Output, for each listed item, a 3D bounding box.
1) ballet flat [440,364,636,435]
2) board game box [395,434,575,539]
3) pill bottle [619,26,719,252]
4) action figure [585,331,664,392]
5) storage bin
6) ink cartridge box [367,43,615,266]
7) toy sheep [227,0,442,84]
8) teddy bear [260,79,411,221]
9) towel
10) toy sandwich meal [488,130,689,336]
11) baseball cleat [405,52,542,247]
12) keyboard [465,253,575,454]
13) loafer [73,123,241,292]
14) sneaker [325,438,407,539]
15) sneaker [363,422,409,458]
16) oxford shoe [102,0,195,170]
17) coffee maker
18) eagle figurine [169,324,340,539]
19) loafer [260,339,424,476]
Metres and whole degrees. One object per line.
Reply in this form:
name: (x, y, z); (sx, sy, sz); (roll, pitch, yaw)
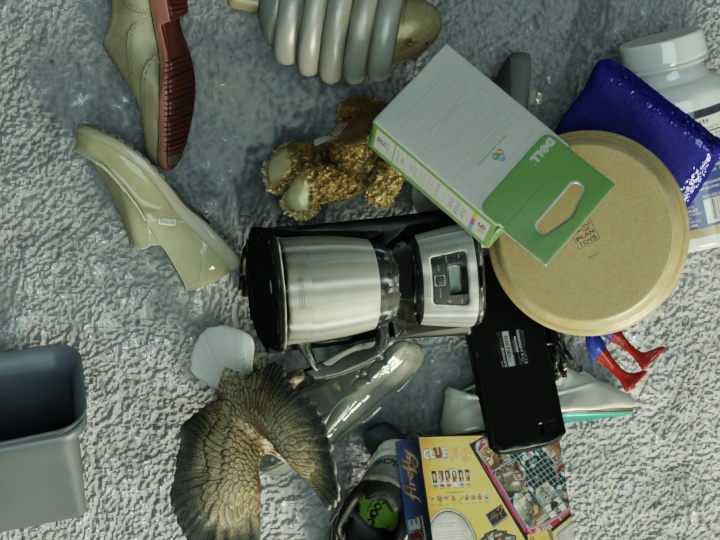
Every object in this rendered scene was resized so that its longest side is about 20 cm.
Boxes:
ballet flat: (0.175, 0.125, 1.744); (0.198, 0.069, 0.070); (-8, 101, -6)
board game box: (0.123, 0.225, 1.683); (0.199, 0.034, 0.137); (4, 73, -43)
pill bottle: (0.308, -0.126, 1.693); (0.110, 0.111, 0.202); (-15, 101, -5)
action figure: (0.201, 0.025, 1.680); (0.200, 0.066, 0.052); (44, 56, 14)
storage bin: (-0.347, 0.165, 1.645); (0.198, 0.146, 0.135); (-10, 128, -7)
ink cartridge box: (0.114, -0.094, 1.555); (0.200, 0.059, 0.104); (40, 72, 10)
toy sheep: (-0.023, -0.238, 1.621); (0.198, 0.138, 0.139); (10, 98, 5)
teddy bear: (0.005, -0.107, 1.635); (0.200, 0.145, 0.067); (-37, 126, -21)
towel: (0.240, -0.086, 1.663); (0.147, 0.049, 0.201); (38, 127, 12)
toy sandwich meal: (0.203, -0.036, 1.619); (0.203, 0.070, 0.207); (0, 90, 14)
baseball cleat: (0.103, -0.118, 1.686); (0.106, 0.070, 0.202); (14, 96, -11)
keyboard: (0.155, 0.079, 1.715); (0.103, 0.040, 0.202); (-8, 72, -5)
loafer: (-0.199, -0.055, 1.649); (0.200, 0.076, 0.068); (44, 85, -13)
sneaker: (0.004, 0.256, 1.695); (0.073, 0.088, 0.201); (28, 123, 5)
sneaker: (0.091, 0.206, 1.749); (0.200, 0.070, 0.082); (44, 69, -12)
oxford shoe: (-0.199, -0.194, 1.641); (0.074, 0.070, 0.202); (1, 98, 15)
coffee maker: (0.000, 0.000, 1.629); (0.198, 0.192, 0.136); (-5, 118, -14)
eagle figurine: (-0.092, 0.155, 1.616); (0.150, 0.200, 0.153); (8, 115, -3)
loafer: (-0.020, 0.133, 1.710); (0.200, 0.070, 0.070); (-39, 145, 14)
